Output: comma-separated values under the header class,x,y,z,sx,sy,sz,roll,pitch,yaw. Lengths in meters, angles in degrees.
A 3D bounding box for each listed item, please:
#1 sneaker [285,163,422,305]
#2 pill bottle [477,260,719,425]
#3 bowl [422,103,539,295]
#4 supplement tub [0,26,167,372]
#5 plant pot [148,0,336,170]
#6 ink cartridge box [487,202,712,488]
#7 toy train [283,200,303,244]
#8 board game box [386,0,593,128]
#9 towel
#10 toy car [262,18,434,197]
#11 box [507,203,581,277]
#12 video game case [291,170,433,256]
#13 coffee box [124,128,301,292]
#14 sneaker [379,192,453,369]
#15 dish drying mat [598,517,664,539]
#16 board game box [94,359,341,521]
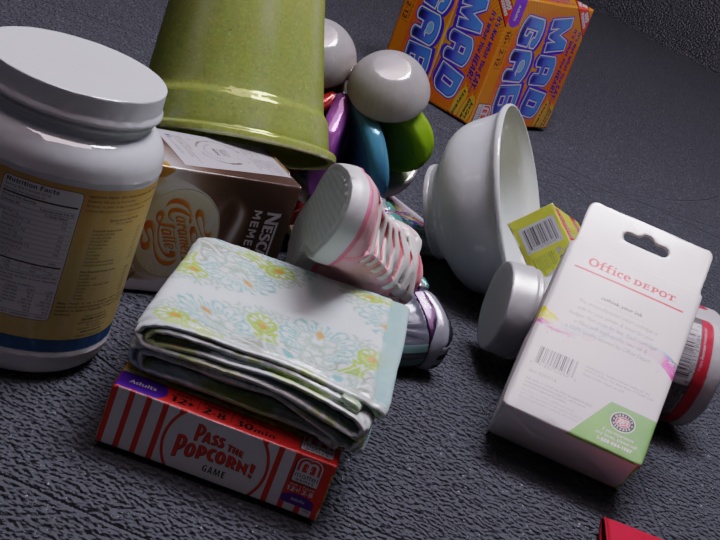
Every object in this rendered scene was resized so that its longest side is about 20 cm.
class,x,y,z,sx,sy,sz,roll,pitch,yaw
sneaker,0.009,-0.023,0.998,0.104,0.075,0.200,16,-13,-10
pill bottle,0.210,0.059,1.164,0.200,0.111,0.111,18,21,-10
bowl,0.117,-0.061,1.310,0.090,0.201,0.201,-4,14,19
supplement tub,-0.217,-0.048,0.891,0.144,0.200,0.145,18,21,-7
plant pot,-0.108,-0.200,1.199,0.200,0.185,0.200,9,-3,0
ink cartridge box,0.195,0.057,1.056,0.117,0.067,0.200,24,64,7
toy train,-0.070,-0.048,1.247,0.034,0.046,0.200,0,30,-44
board game box,0.191,-0.351,2.014,0.200,0.200,0.200,-4,32,-47
towel,-0.056,0.042,0.910,0.171,0.048,0.200,22,20,-1
toy car,-0.029,-0.142,1.334,0.200,0.175,0.150,26,55,12
box,0.200,-0.014,1.299,0.075,0.050,0.200,67,16,13
video game case,-0.031,-0.072,1.376,0.182,0.024,0.200,3,27,-41
coffee box,-0.163,-0.049,1.066,0.200,0.115,0.080,6,25,-33
sneaker,0.000,0.000,1.120,0.087,0.074,0.200,-5,48,-33
dish drying mat,0.262,0.231,0.924,0.200,0.018,0.077,21,20,1
board game box,-0.082,0.081,0.919,0.151,0.046,0.200,21,21,-3
